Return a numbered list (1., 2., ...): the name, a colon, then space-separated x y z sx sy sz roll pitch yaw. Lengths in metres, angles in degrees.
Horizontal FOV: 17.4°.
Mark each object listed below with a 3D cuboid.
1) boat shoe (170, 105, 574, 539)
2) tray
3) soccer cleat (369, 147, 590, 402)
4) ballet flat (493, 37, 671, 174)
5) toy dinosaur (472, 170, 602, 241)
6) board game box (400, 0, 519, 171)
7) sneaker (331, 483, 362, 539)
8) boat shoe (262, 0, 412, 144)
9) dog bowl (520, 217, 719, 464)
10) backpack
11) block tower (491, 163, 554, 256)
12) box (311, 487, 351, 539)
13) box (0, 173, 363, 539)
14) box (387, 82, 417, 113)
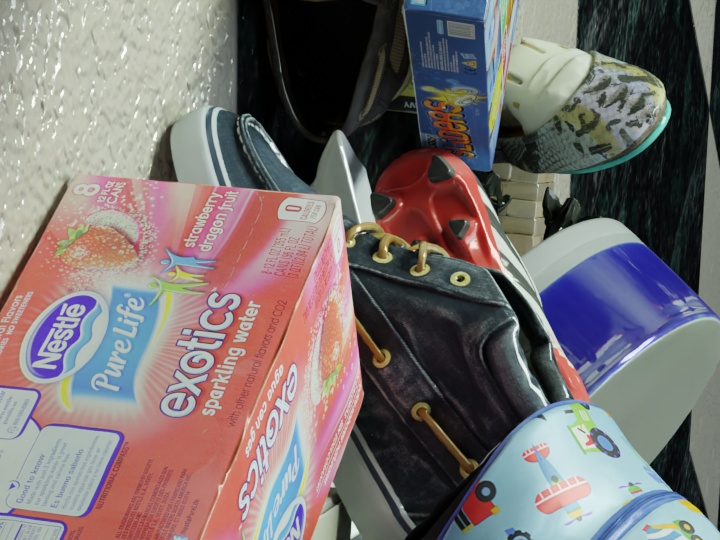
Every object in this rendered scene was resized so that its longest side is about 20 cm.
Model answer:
1. boat shoe: 0.009 0.008 0.889 0.201 0.091 0.071 61 15 14
2. tray: 0.000 0.000 1.055 0.200 0.022 0.108 38 39 -86
3. soccer cleat: 0.062 0.038 1.060 0.201 0.068 0.085 67 14 15
4. ballet flat: 0.089 -0.089 1.240 0.200 0.071 0.073 -173 -92 -69
5. toy dinosaur: 0.050 0.011 1.255 0.136 0.102 0.200 -60 176 -6
6. board game box: 0.050 -0.137 1.017 0.200 0.034 0.136 76 24 -74
7. sneaker: -0.023 0.056 0.986 0.200 0.075 0.116 -44 139 -63
8. boat shoe: -0.009 -0.138 0.978 0.074 0.074 0.201 -68 156 -47
9. dog bowl: 0.095 0.074 1.228 0.200 0.079 0.201 -39 158 -19
10. backpack: 0.064 0.155 0.791 0.201 0.134 0.183 -55 151 -12
11. block tower: 0.078 0.026 1.382 0.058 0.054 0.202 -14 109 -74
12. box: -0.060 0.179 0.866 0.078 0.094 0.202 -14 110 -73
13. box: -0.074 0.069 0.764 0.201 0.102 0.095 -70 160 -46
14. box: 0.032 -0.176 1.151 0.076 0.050 0.201 -68 157 -45
